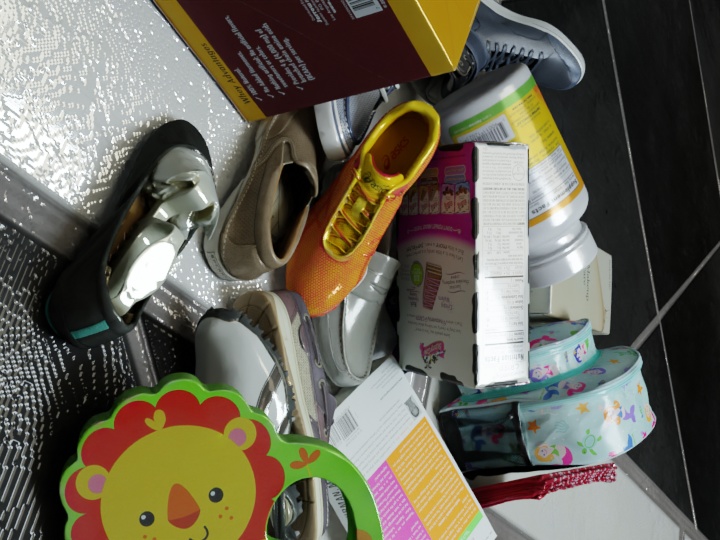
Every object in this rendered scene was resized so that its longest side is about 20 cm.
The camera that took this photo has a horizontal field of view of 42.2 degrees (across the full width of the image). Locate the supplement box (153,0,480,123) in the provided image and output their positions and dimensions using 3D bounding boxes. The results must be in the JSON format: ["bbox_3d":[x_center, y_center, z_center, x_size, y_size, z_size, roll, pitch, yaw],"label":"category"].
[{"bbox_3d":[-0.041,-0.240,0.683,0.198,0.198,0.134,52,46,-37],"label":"supplement box"}]

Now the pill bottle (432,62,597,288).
[{"bbox_3d":[0.155,-0.089,0.915,0.201,0.110,0.111,60,40,-15],"label":"pill bottle"}]

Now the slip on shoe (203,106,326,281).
[{"bbox_3d":[-0.058,-0.076,0.755,0.076,0.060,0.201,57,43,-33],"label":"slip on shoe"}]

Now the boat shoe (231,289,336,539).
[{"bbox_3d":[-0.050,0.112,0.731,0.064,0.071,0.203,-12,89,-48],"label":"boat shoe"}]

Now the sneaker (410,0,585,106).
[{"bbox_3d":[0.139,-0.217,0.994,0.201,0.077,0.147,27,54,-7],"label":"sneaker"}]

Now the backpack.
[{"bbox_3d":[0.201,0.134,0.977,0.177,0.198,0.153,-19,101,-54],"label":"backpack"}]

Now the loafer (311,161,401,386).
[{"bbox_3d":[0.000,0.000,0.818,0.070,0.069,0.203,15,74,-57],"label":"loafer"}]

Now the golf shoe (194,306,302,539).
[{"bbox_3d":[-0.095,0.128,0.658,0.094,0.077,0.203,-15,97,-55],"label":"golf shoe"}]

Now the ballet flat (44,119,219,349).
[{"bbox_3d":[-0.134,-0.029,0.631,0.068,0.068,0.201,52,45,-36],"label":"ballet flat"}]

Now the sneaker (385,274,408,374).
[{"bbox_3d":[0.061,0.002,0.909,0.087,0.074,0.203,-3,88,-50],"label":"sneaker"}]

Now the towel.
[{"bbox_3d":[0.168,0.227,0.963,0.199,0.144,0.023,10,65,-54],"label":"towel"}]

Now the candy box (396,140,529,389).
[{"bbox_3d":[0.087,-0.007,0.819,0.060,0.136,0.203,-1,93,-26],"label":"candy box"}]

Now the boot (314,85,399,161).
[{"bbox_3d":[0.015,-0.180,0.810,0.073,0.089,0.202,66,23,-48],"label":"boot"}]

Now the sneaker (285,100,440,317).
[{"bbox_3d":[-0.004,-0.055,0.760,0.201,0.072,0.077,-61,176,-1],"label":"sneaker"}]

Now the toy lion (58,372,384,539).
[{"bbox_3d":[-0.086,0.159,0.601,0.197,0.069,0.194,-9,95,-14],"label":"toy lion"}]

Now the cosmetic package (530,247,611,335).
[{"bbox_3d":[0.225,0.014,1.077,0.199,0.072,0.105,15,76,-55],"label":"cosmetic package"}]

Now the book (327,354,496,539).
[{"bbox_3d":[0.033,0.195,0.829,0.133,0.048,0.202,-37,102,-50],"label":"book"}]
